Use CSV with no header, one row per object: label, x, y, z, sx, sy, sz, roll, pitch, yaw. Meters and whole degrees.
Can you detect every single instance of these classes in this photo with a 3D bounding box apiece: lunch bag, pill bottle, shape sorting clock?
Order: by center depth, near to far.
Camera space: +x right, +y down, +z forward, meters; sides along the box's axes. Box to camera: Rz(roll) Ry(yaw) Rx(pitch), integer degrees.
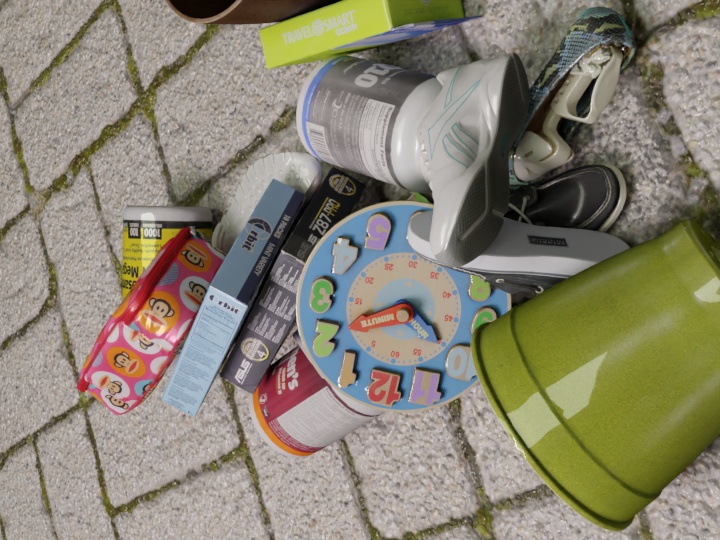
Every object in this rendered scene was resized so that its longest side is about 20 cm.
shape sorting clock,0.040,0.036,0.920,0.198,0.039,0.201,0,106,1
pill bottle,0.040,-0.142,0.991,0.199,0.113,0.115,23,107,39
pill bottle,-0.021,0.115,1.060,0.200,0.109,0.110,-36,68,37
lunch bag,-0.224,0.049,1.108,0.082,0.177,0.200,35,130,-9
pill bottle,-0.243,0.020,1.259,0.112,0.112,0.202,3,94,42

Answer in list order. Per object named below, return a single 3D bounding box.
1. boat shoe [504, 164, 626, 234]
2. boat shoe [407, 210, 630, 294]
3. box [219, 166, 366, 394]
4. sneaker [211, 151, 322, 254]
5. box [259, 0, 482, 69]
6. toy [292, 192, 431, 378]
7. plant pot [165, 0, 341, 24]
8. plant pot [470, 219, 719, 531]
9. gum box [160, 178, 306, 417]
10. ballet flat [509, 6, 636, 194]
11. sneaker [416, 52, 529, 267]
boat shoe,0.153,-0.039,0.924,0.199,0.067,0.072,-27,72,38
boat shoe,0.137,-0.007,0.874,0.069,0.199,0.057,-85,4,-53
box,-0.070,0.012,1.050,0.049,0.162,0.200,28,131,-3
sneaker,-0.093,-0.070,1.123,0.200,0.080,0.077,-41,67,44
box,0.008,-0.249,1.009,0.199,0.122,0.048,-5,102,43
toy,0.000,0.000,0.998,0.200,0.047,0.115,-47,26,0
plant pot,-0.081,-0.335,1.037,0.186,0.199,0.188,1,92,42
plant pot,0.226,0.068,0.794,0.193,0.200,0.201,-41,64,22
gum box,-0.132,0.030,1.037,0.044,0.170,0.200,28,135,-4
ballet flat,0.175,-0.136,0.890,0.074,0.074,0.201,45,120,32
sneaker,0.086,-0.092,0.849,0.080,0.070,0.201,2,62,31
